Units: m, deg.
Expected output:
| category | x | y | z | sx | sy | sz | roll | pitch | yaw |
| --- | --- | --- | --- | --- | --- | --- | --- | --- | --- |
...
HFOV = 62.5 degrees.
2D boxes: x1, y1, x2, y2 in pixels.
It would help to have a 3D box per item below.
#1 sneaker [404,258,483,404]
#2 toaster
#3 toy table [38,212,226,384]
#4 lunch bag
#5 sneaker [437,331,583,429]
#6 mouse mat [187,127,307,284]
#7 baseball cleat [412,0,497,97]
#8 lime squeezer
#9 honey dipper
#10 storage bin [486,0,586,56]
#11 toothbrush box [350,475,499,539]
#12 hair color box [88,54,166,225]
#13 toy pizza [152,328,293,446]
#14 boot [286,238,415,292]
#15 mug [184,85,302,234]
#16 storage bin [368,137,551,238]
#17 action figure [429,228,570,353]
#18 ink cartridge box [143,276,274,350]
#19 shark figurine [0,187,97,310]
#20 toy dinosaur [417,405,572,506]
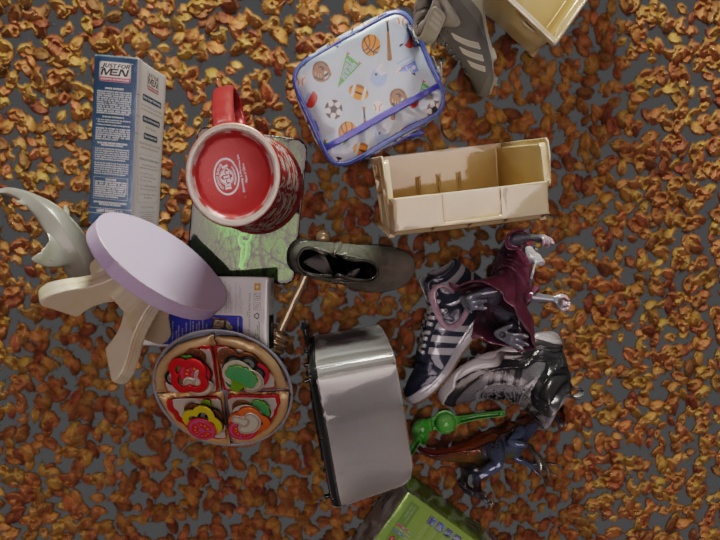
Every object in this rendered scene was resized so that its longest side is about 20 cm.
| category | x | y | z | sx | sy | sz | roll | pitch | yaw |
| --- | --- | --- | --- | --- | --- | --- | --- | --- | --- |
| sneaker | 0.102 | 0.079 | 0.833 | 0.108 | 0.070 | 0.202 | 40 | 85 | -11 |
| toaster | -0.010 | 0.171 | 0.785 | 0.114 | 0.181 | 0.208 | -11 | 97 | -5 |
| toy table | -0.271 | 0.028 | 0.721 | 0.116 | 0.186 | 0.199 | -38 | 134 | 12 |
| lunch bag | 0.016 | -0.239 | 0.800 | 0.195 | 0.076 | 0.164 | -27 | 98 | 1 |
| sneaker | 0.211 | 0.170 | 0.824 | 0.194 | 0.076 | 0.116 | -22 | 60 | -4 |
| mouse mat | -0.161 | -0.090 | 0.837 | 0.155 | 0.008 | 0.208 | 6 | 94 | -4 |
| baseball cleat | 0.121 | -0.300 | 0.762 | 0.103 | 0.071 | 0.202 | -20 | 140 | 5 |
| lime squeezer | 0.117 | 0.225 | 0.854 | 0.195 | 0.070 | 0.039 | -13 | 83 | -32 |
| honey dipper | -0.092 | 0.036 | 0.840 | 0.037 | 0.038 | 0.205 | 24 | 90 | -5 |
| storage bin | 0.225 | -0.432 | 0.774 | 0.198 | 0.094 | 0.201 | 37 | 93 | -5 |
| toothbrush box | 0.098 | 0.415 | 0.857 | 0.197 | 0.086 | 0.148 | 36 | 92 | -5 |
| hair color box | -0.303 | -0.162 | 0.775 | 0.058 | 0.100 | 0.208 | 5 | 95 | 0 |
| toy pizza | -0.189 | 0.170 | 0.808 | 0.192 | 0.032 | 0.206 | 0 | 119 | 1 |
| boot | 0.000 | 0.000 | 0.779 | 0.193 | 0.130 | 0.070 | 6 | 95 | -19 |
| mug | -0.156 | -0.126 | 0.730 | 0.133 | 0.200 | 0.178 | -42 | 96 | 2 |
| storage bin | 0.116 | -0.108 | 0.755 | 0.192 | 0.199 | 0.097 | -6 | 100 | -3 |
| action figure | 0.196 | 0.022 | 0.795 | 0.145 | 0.201 | 0.137 | -7 | 118 | 30 |
| ink cartridge box | -0.215 | 0.057 | 0.819 | 0.192 | 0.037 | 0.099 | 1 | 89 | 6 |
| shark figurine | -0.411 | -0.044 | 0.768 | 0.127 | 0.090 | 0.215 | -34 | 104 | 31 |
| toy dinosaur | 0.214 | 0.244 | 0.852 | 0.198 | 0.105 | 0.183 | 37 | 72 | 6 |
